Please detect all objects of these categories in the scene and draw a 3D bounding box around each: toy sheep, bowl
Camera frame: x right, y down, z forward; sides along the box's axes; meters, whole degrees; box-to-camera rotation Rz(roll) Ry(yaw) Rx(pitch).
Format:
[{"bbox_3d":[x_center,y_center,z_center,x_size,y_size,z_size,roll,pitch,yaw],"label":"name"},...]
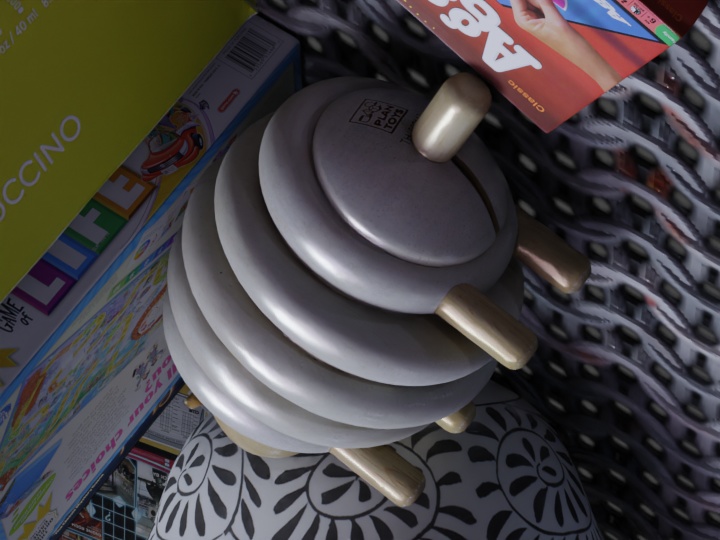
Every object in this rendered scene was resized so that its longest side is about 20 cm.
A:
[{"bbox_3d":[0.000,0.000,0.922,0.138,0.138,0.200,38,129,2],"label":"toy sheep"},{"bbox_3d":[0.005,0.079,1.056,0.201,0.201,0.094,2,94,55],"label":"bowl"}]

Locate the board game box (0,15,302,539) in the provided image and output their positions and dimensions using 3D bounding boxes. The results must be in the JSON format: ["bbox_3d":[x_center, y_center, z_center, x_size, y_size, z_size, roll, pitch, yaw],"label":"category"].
[{"bbox_3d":[-0.092,0.011,0.978,0.034,0.200,0.134,31,156,16],"label":"board game box"}]

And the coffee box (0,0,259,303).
[{"bbox_3d":[-0.197,-0.108,0.913,0.198,0.200,0.200,15,147,44],"label":"coffee box"}]

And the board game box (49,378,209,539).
[{"bbox_3d":[-0.060,0.164,1.303,0.200,0.136,0.035,47,156,-17],"label":"board game box"}]

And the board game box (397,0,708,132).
[{"bbox_3d":[0.008,-0.127,0.805,0.200,0.019,0.103,41,159,-6],"label":"board game box"}]
